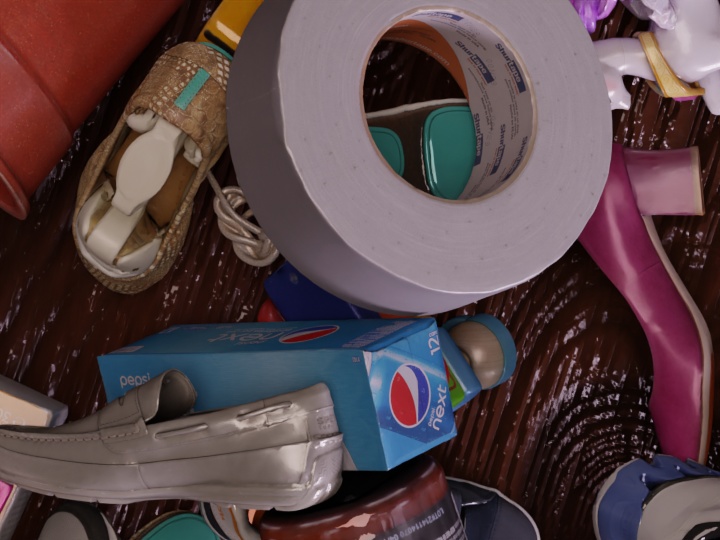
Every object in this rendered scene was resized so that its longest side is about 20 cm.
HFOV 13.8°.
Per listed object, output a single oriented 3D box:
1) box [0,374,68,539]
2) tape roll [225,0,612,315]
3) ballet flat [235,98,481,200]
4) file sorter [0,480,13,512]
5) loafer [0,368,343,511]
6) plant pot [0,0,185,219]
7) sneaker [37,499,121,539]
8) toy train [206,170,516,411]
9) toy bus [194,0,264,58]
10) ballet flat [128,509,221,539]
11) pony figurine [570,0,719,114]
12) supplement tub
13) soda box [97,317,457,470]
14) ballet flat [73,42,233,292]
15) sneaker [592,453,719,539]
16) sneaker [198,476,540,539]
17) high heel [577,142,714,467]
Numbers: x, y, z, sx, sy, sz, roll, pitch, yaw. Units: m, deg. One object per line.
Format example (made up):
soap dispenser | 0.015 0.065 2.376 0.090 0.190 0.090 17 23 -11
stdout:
box | -0.274 0.137 1.660 0.152 0.106 0.201 24 88 0
tape roll | 0.032 -0.080 1.564 0.199 0.066 0.202 6 77 -27
ballet flat | 0.022 -0.059 1.635 0.199 0.069 0.070 -1 88 -23
file sorter | -0.293 0.170 1.542 0.138 0.125 0.201 28 88 0
loafer | -0.104 0.086 1.562 0.199 0.070 0.070 0 95 16
plant pot | -0.186 -0.168 1.636 0.201 0.201 0.195 45 81 1
sneaker | -0.185 0.209 1.609 0.079 0.074 0.201 40 54 -31
toy train | 0.000 0.000 1.672 0.085 0.115 0.201 -41 78 41
toy bus | -0.018 -0.168 1.660 0.065 0.078 0.200 35 54 1
ballet flat | -0.136 0.226 1.672 0.070 0.065 0.201 29 59 -4
pony figurine | 0.177 -0.163 1.662 0.199 0.167 0.194 -8 103 -7
supplement tub | 0.023 0.206 1.587 0.106 0.107 0.201 -18 100 -1
soda box | -0.047 0.068 1.615 0.199 0.064 0.068 -2 104 42
ballet flat | -0.123 -0.044 1.623 0.070 0.200 0.065 32 46 5
sneaker | 0.238 0.152 1.637 0.198 0.115 0.081 -4 113 -22
sneaker | 0.009 0.147 1.670 0.199 0.079 0.079 10 87 -9
high heel | 0.152 0.028 1.697 0.095 0.067 0.201 -3 83 9
